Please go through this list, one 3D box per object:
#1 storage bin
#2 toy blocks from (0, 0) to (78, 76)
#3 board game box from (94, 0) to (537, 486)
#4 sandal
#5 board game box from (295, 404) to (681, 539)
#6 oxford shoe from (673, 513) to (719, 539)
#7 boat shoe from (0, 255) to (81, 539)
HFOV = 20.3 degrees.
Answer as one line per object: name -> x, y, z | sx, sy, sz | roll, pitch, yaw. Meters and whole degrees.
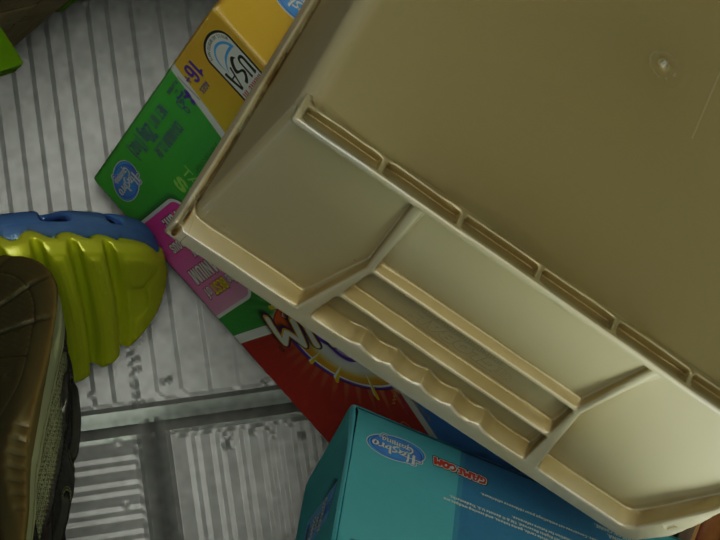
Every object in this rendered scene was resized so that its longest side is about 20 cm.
storage bin -> 0.077, -0.049, 0.660 | 0.198, 0.094, 0.201 | 34, 58, -10
toy blocks -> -0.192, -0.080, 0.725 | 0.136, 0.200, 0.100 | -34, 89, 28
board game box -> 0.000, 0.000, 0.746 | 0.200, 0.153, 0.040 | 48, 59, 1
sandal -> -0.172, 0.002, 0.762 | 0.199, 0.080, 0.087 | -5, 41, -22
board game box -> 0.045, 0.150, 0.642 | 0.150, 0.047, 0.200 | 23, 36, -9
oxford shoe -> 0.172, 0.046, 0.814 | 0.071, 0.071, 0.201 | 31, 77, -9
boat shoe -> -0.129, 0.092, 0.676 | 0.071, 0.066, 0.202 | -5, 56, 19
